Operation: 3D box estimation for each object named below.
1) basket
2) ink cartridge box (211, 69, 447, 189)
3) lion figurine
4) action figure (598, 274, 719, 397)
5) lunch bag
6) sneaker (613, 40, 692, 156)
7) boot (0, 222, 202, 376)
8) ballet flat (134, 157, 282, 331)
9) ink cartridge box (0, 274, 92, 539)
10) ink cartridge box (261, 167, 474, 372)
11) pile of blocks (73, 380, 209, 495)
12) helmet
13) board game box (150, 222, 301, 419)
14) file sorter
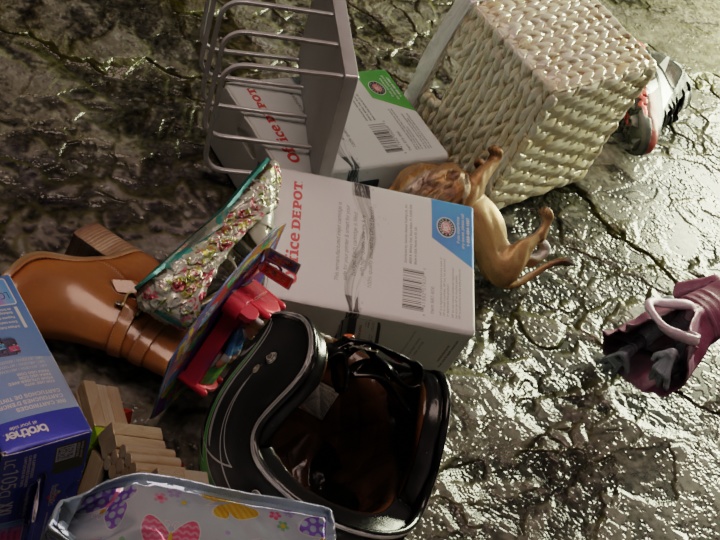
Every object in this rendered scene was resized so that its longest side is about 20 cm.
[{"bbox_3d":[0.176,-0.191,1.681,0.200,0.199,0.161,-20,60,-43],"label":"basket"},{"bbox_3d":[-0.036,-0.125,1.598,0.199,0.083,0.147,-8,50,-32],"label":"ink cartridge box"},{"bbox_3d":[0.122,-0.042,1.570,0.200,0.072,0.123,46,63,-7],"label":"lion figurine"},{"bbox_3d":[0.331,0.042,1.546,0.200,0.149,0.134,-28,54,-27],"label":"action figure"},{"bbox_3d":[-0.135,0.237,1.094,0.199,0.170,0.127,15,45,-12],"label":"lunch bag"},{"bbox_3d":[0.352,-0.202,1.868,0.097,0.071,0.201,15,39,-5],"label":"sneaker"},{"bbox_3d":[-0.227,0.050,1.341,0.155,0.077,0.200,38,35,11],"label":"boot"},{"bbox_3d":[-0.120,-0.018,1.365,0.064,0.076,0.200,46,56,-7],"label":"ballet flat"},{"bbox_3d":[-0.270,0.122,1.182,0.076,0.137,0.200,-14,52,-33],"label":"ink cartridge box"},{"bbox_3d":[0.000,0.000,1.457,0.199,0.084,0.145,12,56,-13],"label":"ink cartridge box"},{"bbox_3d":[-0.174,0.161,1.221,0.062,0.082,0.200,12,16,-38],"label":"pile of blocks"},{"bbox_3d":[-0.034,0.144,1.223,0.199,0.200,0.191,20,83,-3],"label":"helmet"},{"bbox_3d":[-0.104,0.054,1.286,0.039,0.200,0.158,35,58,5],"label":"board game box"},{"bbox_3d":[-0.085,-0.200,1.489,0.124,0.139,0.201,6,44,-14],"label":"file sorter"}]
